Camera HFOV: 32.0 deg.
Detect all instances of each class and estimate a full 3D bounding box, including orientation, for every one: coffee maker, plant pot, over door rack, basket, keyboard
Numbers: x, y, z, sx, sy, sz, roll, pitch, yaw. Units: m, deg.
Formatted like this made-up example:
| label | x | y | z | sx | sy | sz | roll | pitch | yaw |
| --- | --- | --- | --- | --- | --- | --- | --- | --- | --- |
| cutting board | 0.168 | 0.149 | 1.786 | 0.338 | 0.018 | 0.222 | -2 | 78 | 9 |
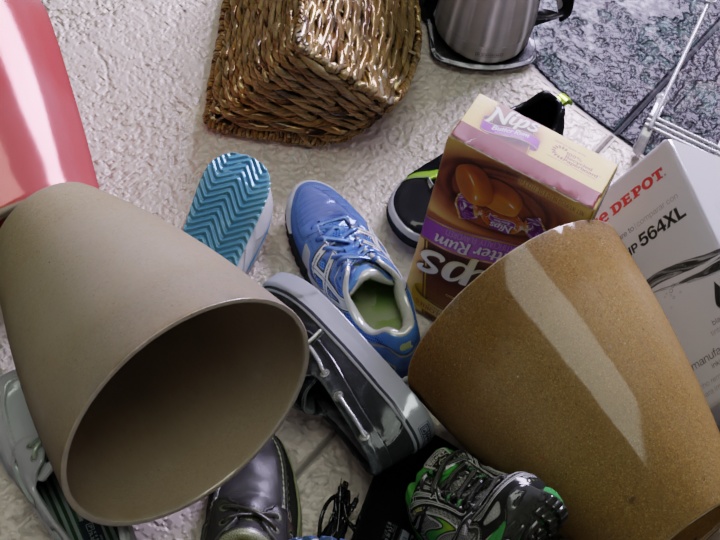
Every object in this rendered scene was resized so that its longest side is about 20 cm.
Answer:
| label | x | y | z | sx | sy | sz | roll | pitch | yaw |
| --- | --- | --- | --- | --- | --- | --- | --- | --- | --- |
| coffee maker | 0.114 | -0.315 | 1.139 | 0.133 | 0.201 | 0.194 | -20 | 62 | -20 |
| plant pot | 0.160 | 0.104 | 0.860 | 0.184 | 0.187 | 0.201 | -24 | 62 | -21 |
| over door rack | 0.351 | -0.161 | 1.142 | 0.146 | 0.067 | 0.202 | 26 | 79 | 9 |
| plant pot | -0.296 | -0.089 | 0.961 | 0.198 | 0.201 | 0.179 | -25 | 74 | -21 |
| plant pot | -0.165 | 0.034 | 0.859 | 0.186 | 0.189 | 0.200 | -28 | 54 | -23 |
| basket | -0.038 | -0.207 | 1.133 | 0.142 | 0.148 | 0.203 | 26 | 51 | -31 |
| keyboard | 0.009 | 0.201 | 0.906 | 0.103 | 0.040 | 0.202 | 33 | 55 | -14 |

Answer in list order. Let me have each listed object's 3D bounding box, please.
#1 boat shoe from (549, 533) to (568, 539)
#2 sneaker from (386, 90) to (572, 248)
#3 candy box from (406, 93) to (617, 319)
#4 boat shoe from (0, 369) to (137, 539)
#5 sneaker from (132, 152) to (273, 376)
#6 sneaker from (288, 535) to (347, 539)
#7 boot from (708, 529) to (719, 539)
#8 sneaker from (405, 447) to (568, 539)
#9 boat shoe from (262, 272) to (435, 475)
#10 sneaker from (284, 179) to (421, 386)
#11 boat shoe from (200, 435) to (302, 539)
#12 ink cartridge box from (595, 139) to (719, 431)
| label | x | y | z | sx | sy | sz | roll | pitch | yaw |
| --- | --- | --- | --- | --- | --- | --- | --- | --- | --- |
| boat shoe | 0.091 | 0.243 | 0.857 | 0.199 | 0.065 | 0.073 | -31 | 76 | -26 |
| sneaker | 0.101 | -0.097 | 1.069 | 0.199 | 0.083 | 0.072 | -36 | 68 | -26 |
| candy box | 0.107 | -0.024 | 0.953 | 0.116 | 0.201 | 0.057 | 28 | 55 | 12 |
| boat shoe | -0.205 | 0.140 | 0.887 | 0.073 | 0.067 | 0.201 | -28 | 65 | -23 |
| sneaker | -0.125 | 0.011 | 0.979 | 0.076 | 0.081 | 0.202 | 29 | 78 | 9 |
| sneaker | 0.024 | 0.236 | 0.799 | 0.198 | 0.077 | 0.086 | 22 | 73 | 22 |
| boot | 0.279 | 0.231 | 0.886 | 0.146 | 0.071 | 0.200 | 38 | 74 | 25 |
| sneaker | 0.068 | 0.158 | 0.820 | 0.077 | 0.200 | 0.086 | -31 | 83 | -20 |
| boat shoe | -0.029 | 0.078 | 0.936 | 0.068 | 0.074 | 0.199 | -32 | 55 | -18 |
| sneaker | 0.000 | 0.000 | 0.998 | 0.075 | 0.077 | 0.201 | -22 | 62 | -18 |
| boat shoe | -0.077 | 0.195 | 0.869 | 0.070 | 0.066 | 0.203 | 7 | 57 | -3 |
| ink cartridge box | 0.242 | 0.026 | 0.962 | 0.083 | 0.146 | 0.202 | 11 | 50 | -40 |
